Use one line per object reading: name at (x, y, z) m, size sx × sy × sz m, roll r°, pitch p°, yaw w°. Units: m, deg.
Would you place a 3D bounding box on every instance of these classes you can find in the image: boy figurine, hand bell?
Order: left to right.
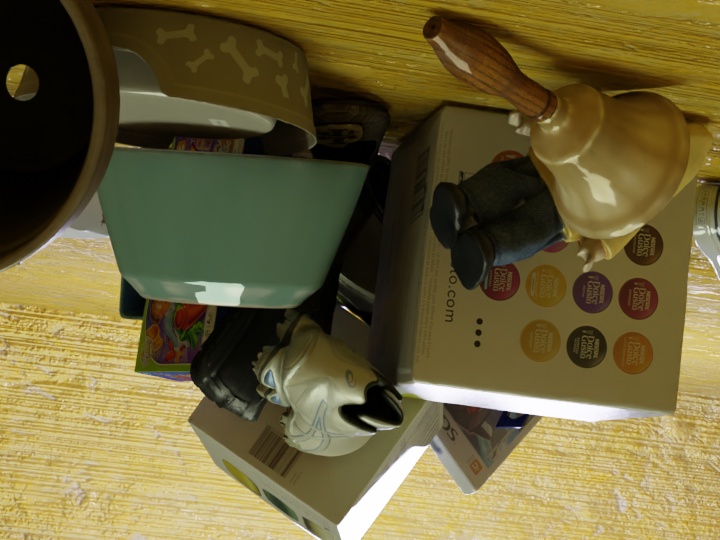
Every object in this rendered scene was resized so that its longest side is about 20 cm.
hand bell at (0.106, -0.106, 1.258) m, size 0.104 × 0.105 × 0.200 m, roll 0°, pitch 157°, yaw 43°
boy figurine at (0.146, -0.062, 1.394) m, size 0.199 × 0.125 × 0.064 m, roll -23°, pitch 159°, yaw -20°

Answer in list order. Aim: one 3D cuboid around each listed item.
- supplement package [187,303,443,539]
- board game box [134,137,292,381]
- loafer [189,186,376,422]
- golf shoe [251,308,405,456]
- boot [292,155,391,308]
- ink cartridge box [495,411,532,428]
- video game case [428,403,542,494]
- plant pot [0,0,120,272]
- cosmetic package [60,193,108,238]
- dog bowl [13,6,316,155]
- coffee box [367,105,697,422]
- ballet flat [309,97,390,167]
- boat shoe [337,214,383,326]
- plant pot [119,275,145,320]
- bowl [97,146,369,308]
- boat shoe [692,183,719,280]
supplement package at (-0.032, 0.128, 1.717) m, size 0.152 × 0.151 × 0.200 m, roll 34°, pitch 169°, yaw 11°
board game box at (-0.117, -0.013, 1.627) m, size 0.045 × 0.201 × 0.134 m, roll 13°, pitch 170°, yaw -29°
loafer at (-0.048, 0.023, 1.546) m, size 0.070 × 0.201 × 0.068 m, roll 40°, pitch 166°, yaw -12°
golf shoe at (-0.009, 0.103, 1.506) m, size 0.097 × 0.078 × 0.200 m, roll 25°, pitch 169°, yaw 22°
boot at (0.003, -0.024, 1.727) m, size 0.131 × 0.070 × 0.200 m, roll 7°, pitch 153°, yaw 32°
ink cartridge box at (0.158, 0.041, 1.820) m, size 0.076 × 0.201 × 0.136 m, roll 7°, pitch 173°, yaw -24°
video game case at (0.105, 0.075, 1.889) m, size 0.023 × 0.183 × 0.200 m, roll -22°, pitch -163°, yaw 51°
plant pot at (-0.219, -0.101, 1.166) m, size 0.199 × 0.201 × 0.174 m, roll 5°, pitch -171°, yaw 8°
cosmetic package at (-0.333, -0.072, 1.896) m, size 0.199 × 0.074 × 0.102 m, roll 0°, pitch 171°, yaw 32°
dog bowl at (-0.124, -0.122, 1.338) m, size 0.199 × 0.059 × 0.200 m, roll 6°, pitch 174°, yaw 1°
coffee box at (0.125, 0.002, 1.536) m, size 0.197 × 0.201 × 0.200 m, roll 8°, pitch 173°, yaw -9°
ballet flat at (-0.014, -0.093, 1.523) m, size 0.067 × 0.047 × 0.200 m, roll 6°, pitch 173°, yaw 0°
boat shoe at (0.000, 0.000, 1.651) m, size 0.201 × 0.072 × 0.060 m, roll 40°, pitch 143°, yaw -22°
plant pot at (-0.098, -0.021, 1.834) m, size 0.141 × 0.142 × 0.200 m, roll 3°, pitch 178°, yaw 29°
bowl at (-0.096, -0.029, 1.445) m, size 0.200 × 0.106 × 0.201 m, roll 4°, pitch -179°, yaw 0°
boat shoe at (0.326, -0.022, 1.692) m, size 0.062 × 0.072 × 0.200 m, roll 6°, pitch 171°, yaw 27°
